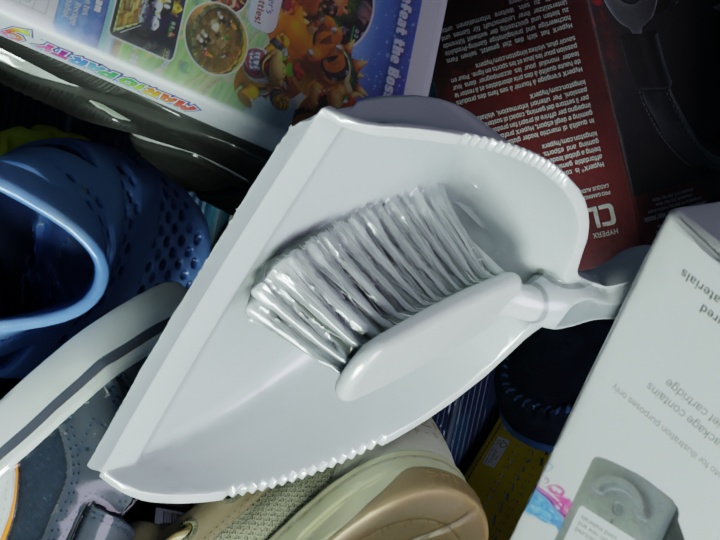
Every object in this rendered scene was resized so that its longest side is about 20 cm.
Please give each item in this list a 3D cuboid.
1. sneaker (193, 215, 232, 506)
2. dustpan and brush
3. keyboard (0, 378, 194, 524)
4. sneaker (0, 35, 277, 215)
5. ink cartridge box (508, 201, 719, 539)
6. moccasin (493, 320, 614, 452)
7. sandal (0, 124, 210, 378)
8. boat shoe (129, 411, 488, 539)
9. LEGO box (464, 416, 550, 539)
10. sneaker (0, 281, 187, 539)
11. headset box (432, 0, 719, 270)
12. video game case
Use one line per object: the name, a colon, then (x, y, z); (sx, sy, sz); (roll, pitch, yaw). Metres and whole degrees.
sneaker: (0.000, 0.000, 0.811); (0.200, 0.077, 0.100); (-48, 123, -41)
dustpan and brush: (0.032, 0.006, 0.648); (0.199, 0.057, 0.140); (-20, 150, -51)
keyboard: (-0.076, 0.100, 0.799); (0.200, 0.039, 0.105); (21, 69, -56)
sneaker: (-0.033, -0.085, 0.679); (0.200, 0.075, 0.116); (29, 75, -27)
ink cartridge box: (0.122, 0.078, 0.727); (0.147, 0.085, 0.201); (-11, 131, -49)
moccasin: (0.105, -0.018, 0.949); (0.068, 0.080, 0.201); (86, 26, -51)
sandal: (-0.103, -0.003, 0.656); (0.199, 0.087, 0.080); (1, 101, -57)
boat shoe: (-0.051, 0.109, 0.711); (0.200, 0.065, 0.072); (-40, 135, 14)
LEGO box: (0.111, 0.112, 1.009); (0.201, 0.077, 0.149); (-57, 143, -19)
sneaker: (-0.103, 0.094, 0.660); (0.200, 0.079, 0.078); (-44, 171, -5)
headset box: (0.094, -0.087, 0.830); (0.148, 0.077, 0.202); (-14, 90, -50)
video game case: (-0.056, -0.120, 0.622); (0.199, 0.018, 0.144); (22, 70, -30)
